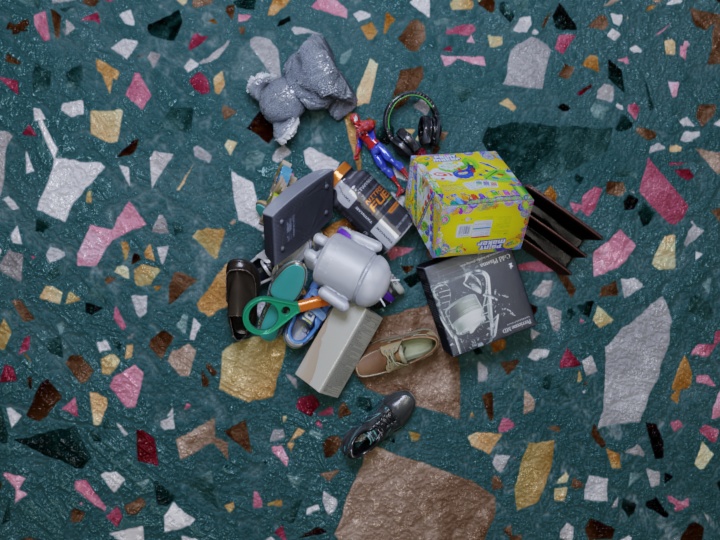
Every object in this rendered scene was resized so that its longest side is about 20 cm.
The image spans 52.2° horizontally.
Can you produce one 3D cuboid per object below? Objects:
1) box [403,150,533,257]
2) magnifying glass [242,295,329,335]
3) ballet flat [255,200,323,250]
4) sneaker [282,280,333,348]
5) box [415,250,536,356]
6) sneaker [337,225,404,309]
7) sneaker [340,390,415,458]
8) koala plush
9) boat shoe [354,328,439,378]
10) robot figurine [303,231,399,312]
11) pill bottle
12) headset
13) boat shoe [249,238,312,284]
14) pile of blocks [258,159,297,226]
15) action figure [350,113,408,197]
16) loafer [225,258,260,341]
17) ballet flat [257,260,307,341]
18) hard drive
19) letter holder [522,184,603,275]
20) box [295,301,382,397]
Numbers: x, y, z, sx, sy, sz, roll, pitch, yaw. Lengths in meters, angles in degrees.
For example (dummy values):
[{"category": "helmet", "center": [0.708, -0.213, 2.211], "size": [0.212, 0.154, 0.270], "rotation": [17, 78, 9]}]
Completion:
[{"category": "box", "center": [0.214, -0.140, 1.499], "size": [0.195, 0.194, 0.124], "rotation": [-5, 130, -15]}, {"category": "magnifying glass", "center": [-0.148, 0.080, 1.525], "size": [0.195, 0.022, 0.081], "rotation": [-13, 112, -8]}, {"category": "ballet flat", "center": [-0.140, -0.094, 1.599], "size": [0.199, 0.069, 0.063], "rotation": [42, 61, -5]}, {"category": "sneaker", "center": [-0.098, 0.082, 1.586], "size": [0.073, 0.082, 0.203], "rotation": [30, 88, -1]}, {"category": "box", "center": [0.246, 0.052, 1.586], "size": [0.196, 0.124, 0.201], "rotation": [-20, 94, -3]}, {"category": "sneaker", "center": [0.000, 0.000, 1.596], "size": [0.099, 0.070, 0.201], "rotation": [-40, 92, 1]}, {"category": "sneaker", "center": [0.045, 0.343, 1.601], "size": [0.199, 0.079, 0.076], "rotation": [-42, 93, -3]}, {"category": "koala plush", "center": [-0.132, -0.379, 1.542], "size": [0.197, 0.184, 0.180], "rotation": [-29, 92, 10]}, {"category": "boat shoe", "center": [0.080, 0.178, 1.601], "size": [0.196, 0.074, 0.077], "rotation": [-23, 92, -3]}, {"category": "robot figurine", "center": [-0.021, 0.001, 1.512], "size": [0.197, 0.113, 0.172], "rotation": [27, 73, 9]}, {"category": "pill bottle", "center": [0.013, -0.140, 1.576], "size": [0.200, 0.106, 0.106], "rotation": [43, 89, -3]}, {"category": "headset", "center": [0.127, -0.285, 1.585], "size": [0.122, 0.094, 0.203], "rotation": [-26, 109, -2]}, {"category": "boat shoe", "center": [-0.187, -0.012, 1.560], "size": [0.198, 0.066, 0.074], "rotation": [-35, 101, 18]}, {"category": "pile of blocks", "center": [-0.154, -0.162, 1.540], "size": [0.061, 0.203, 0.082], "rotation": [25, 134, -16]}, {"category": "action figure", "center": [0.029, -0.248, 1.579], "size": [0.065, 0.099, 0.202], "rotation": [-34, 91, 39]}, {"category": "loafer", "center": [-0.245, 0.066, 1.534], "size": [0.071, 0.072, 0.203], "rotation": [1, 128, 0]}, {"category": "ballet flat", "center": [-0.168, 0.054, 1.565], "size": [0.073, 0.074, 0.202], "rotation": [29, 112, -3]}, {"category": "hard drive", "center": [-0.125, -0.114, 1.481], "size": [0.042, 0.137, 0.200], "rotation": [25, 46, 24]}, {"category": "letter holder", "center": [0.400, -0.085, 1.579], "size": [0.198, 0.142, 0.102], "rotation": [34, 89, -3]}, {"category": "box", "center": [-0.044, 0.161, 1.574], "size": [0.077, 0.095, 0.202], "rotation": [29, 88, 30]}]
